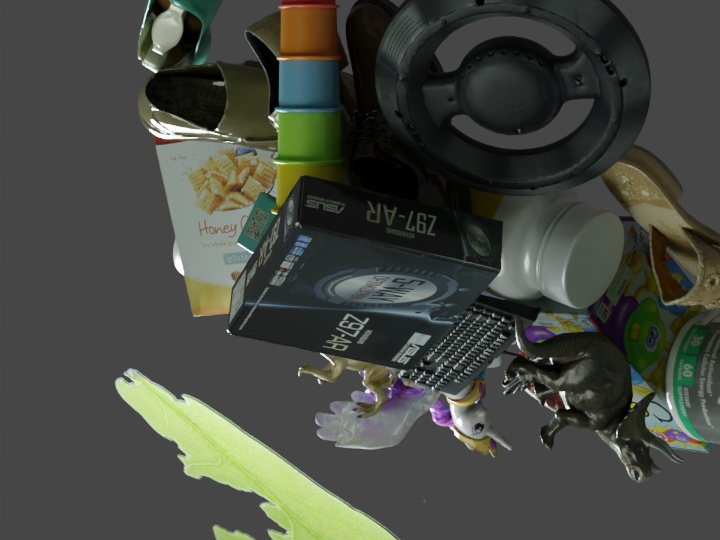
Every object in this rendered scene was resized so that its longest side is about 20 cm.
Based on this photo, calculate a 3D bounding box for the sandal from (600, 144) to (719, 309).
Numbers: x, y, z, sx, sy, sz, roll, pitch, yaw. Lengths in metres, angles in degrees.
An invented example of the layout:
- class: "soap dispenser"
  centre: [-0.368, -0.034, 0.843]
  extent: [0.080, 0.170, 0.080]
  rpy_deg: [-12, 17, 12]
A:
- class: "sandal"
  centre: [0.250, -0.007, 1.405]
  extent: [0.212, 0.070, 0.078]
  rpy_deg: [43, 155, -27]

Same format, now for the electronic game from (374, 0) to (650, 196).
- class: "electronic game"
  centre: [0.109, -0.134, 1.277]
  extent: [0.200, 0.042, 0.200]
  rpy_deg: [7, 133, 7]

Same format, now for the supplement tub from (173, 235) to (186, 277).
- class: "supplement tub"
  centre: [-0.062, -0.017, 1.686]
  extent: [0.200, 0.145, 0.144]
  rpy_deg: [29, 157, 7]

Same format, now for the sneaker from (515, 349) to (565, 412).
- class: "sneaker"
  centre: [0.237, 0.120, 1.650]
  extent: [0.200, 0.078, 0.082]
  rpy_deg: [19, 164, 1]

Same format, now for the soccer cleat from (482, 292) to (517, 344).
- class: "soccer cleat"
  centre: [0.112, -0.007, 1.605]
  extent: [0.073, 0.068, 0.200]
  rpy_deg: [-14, 132, 38]

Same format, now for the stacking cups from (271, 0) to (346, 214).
- class: "stacking cups"
  centre: [-0.035, -0.143, 1.359]
  extent: [0.060, 0.200, 0.061]
  rpy_deg: [3, -173, 0]

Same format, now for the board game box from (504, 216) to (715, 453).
- class: "board game box"
  centre: [0.231, 0.055, 1.515]
  extent: [0.103, 0.105, 0.200]
  rpy_deg: [2, 144, 49]

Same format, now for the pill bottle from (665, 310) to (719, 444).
- class: "pill bottle"
  centre: [0.355, 0.093, 1.423]
  extent: [0.200, 0.113, 0.113]
  rpy_deg: [3, 144, 48]

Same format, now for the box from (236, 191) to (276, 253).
- class: "box"
  centre: [0.000, 0.000, 1.491]
  extent: [0.200, 0.049, 0.082]
  rpy_deg: [24, -177, -36]

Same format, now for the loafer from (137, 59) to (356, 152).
- class: "loafer"
  centre: [-0.095, -0.138, 1.487]
  extent: [0.200, 0.076, 0.067]
  rpy_deg: [-3, 175, 9]

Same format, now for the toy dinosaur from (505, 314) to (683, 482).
- class: "toy dinosaur"
  centre: [0.180, 0.086, 1.432]
  extent: [0.102, 0.077, 0.200]
  rpy_deg: [-19, 123, 18]

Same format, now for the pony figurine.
- class: "pony figurine"
  centre: [0.062, 0.105, 1.809]
  extent: [0.193, 0.167, 0.200]
  rpy_deg: [12, 136, 23]

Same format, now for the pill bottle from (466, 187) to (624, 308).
- class: "pill bottle"
  centre: [0.110, -0.039, 1.440]
  extent: [0.200, 0.111, 0.111]
  rpy_deg: [23, 157, 36]

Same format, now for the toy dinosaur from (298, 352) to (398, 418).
- class: "toy dinosaur"
  centre: [0.017, 0.080, 1.608]
  extent: [0.200, 0.058, 0.101]
  rpy_deg: [5, 132, -7]

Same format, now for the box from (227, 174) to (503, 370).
- class: "box"
  centre: [-0.001, 0.007, 1.362]
  extent: [0.160, 0.044, 0.200]
  rpy_deg: [13, 151, -15]

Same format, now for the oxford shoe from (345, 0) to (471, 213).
- class: "oxford shoe"
  centre: [0.025, -0.115, 1.363]
  extent: [0.073, 0.084, 0.200]
  rpy_deg: [-18, 89, 42]

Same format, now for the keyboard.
- class: "keyboard"
  centre: [0.105, 0.070, 1.493]
  extent: [0.127, 0.021, 0.200]
  rpy_deg: [13, 156, -11]

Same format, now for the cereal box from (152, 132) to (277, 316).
- class: "cereal box"
  centre: [-0.101, -0.063, 1.582]
  extent: [0.144, 0.040, 0.200]
  rpy_deg: [-7, 105, 22]

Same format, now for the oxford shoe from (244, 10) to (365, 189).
- class: "oxford shoe"
  centre: [-0.037, -0.114, 1.423]
  extent: [0.071, 0.074, 0.200]
  rpy_deg: [-26, 84, 66]

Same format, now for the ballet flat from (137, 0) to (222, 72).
- class: "ballet flat"
  centre: [-0.163, -0.208, 1.514]
  extent: [0.067, 0.070, 0.200]
  rpy_deg: [34, 158, -1]
